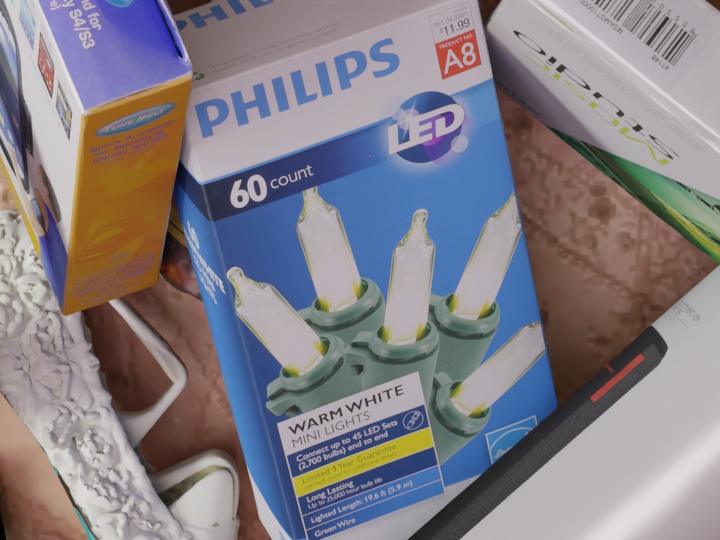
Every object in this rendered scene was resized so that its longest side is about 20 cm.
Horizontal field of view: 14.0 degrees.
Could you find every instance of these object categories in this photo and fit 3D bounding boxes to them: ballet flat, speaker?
[{"bbox_3d":[-0.082,0.064,1.031,0.072,0.072,0.200,-28,97,15],"label":"ballet flat"},{"bbox_3d":[0.076,0.088,0.957,0.200,0.081,0.081,-41,94,2],"label":"speaker"}]

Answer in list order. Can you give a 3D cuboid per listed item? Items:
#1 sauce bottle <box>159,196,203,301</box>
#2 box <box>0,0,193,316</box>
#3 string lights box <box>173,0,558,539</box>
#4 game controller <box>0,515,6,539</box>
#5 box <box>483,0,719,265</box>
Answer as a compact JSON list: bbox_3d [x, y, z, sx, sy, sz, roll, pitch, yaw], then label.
[{"bbox_3d":[-0.008,-0.080,0.992,0.066,0.066,0.200,26,105,2],"label":"sauce bottle"},{"bbox_3d":[-0.096,-0.075,0.916,0.041,0.200,0.119,-21,73,-13],"label":"box"},{"bbox_3d":[0.000,0.000,0.963,0.103,0.059,0.200,-20,123,-10],"label":"string lights box"},{"bbox_3d":[-0.213,0.100,1.012,0.200,0.105,0.042,3,138,-34],"label":"game controller"},{"bbox_3d":[0.103,-0.044,0.910,0.144,0.200,0.036,38,89,-1],"label":"box"}]
